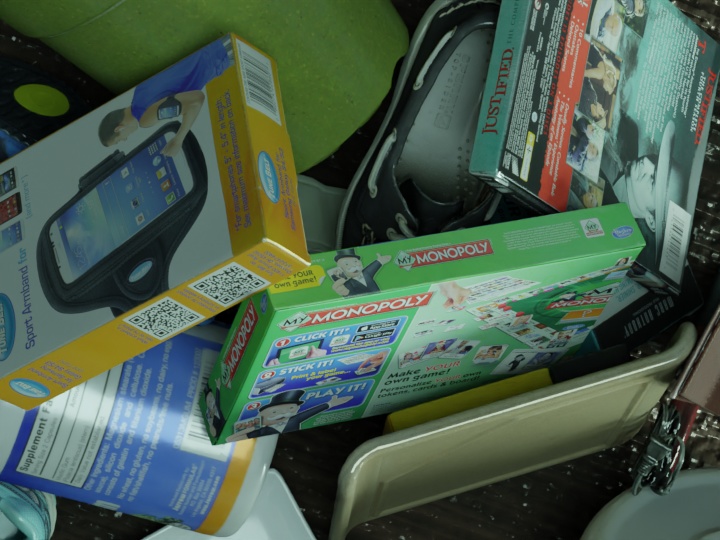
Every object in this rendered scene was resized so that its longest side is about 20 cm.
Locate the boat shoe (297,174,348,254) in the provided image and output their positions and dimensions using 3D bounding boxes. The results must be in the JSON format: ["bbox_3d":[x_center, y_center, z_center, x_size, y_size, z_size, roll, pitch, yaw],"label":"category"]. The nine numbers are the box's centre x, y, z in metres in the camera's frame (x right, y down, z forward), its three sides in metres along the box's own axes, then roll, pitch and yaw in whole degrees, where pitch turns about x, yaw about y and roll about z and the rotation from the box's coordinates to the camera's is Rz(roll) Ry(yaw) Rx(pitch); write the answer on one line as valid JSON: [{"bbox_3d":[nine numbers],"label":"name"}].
[{"bbox_3d":[0.000,0.000,1.425,0.200,0.073,0.062,18,139,-20],"label":"boat shoe"}]

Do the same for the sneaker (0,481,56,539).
[{"bbox_3d":[-0.256,0.118,1.372,0.200,0.086,0.078,6,97,-12],"label":"sneaker"}]

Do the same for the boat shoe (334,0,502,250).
[{"bbox_3d":[0.039,-0.044,1.341,0.074,0.060,0.200,17,103,-13],"label":"boat shoe"}]

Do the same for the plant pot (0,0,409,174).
[{"bbox_3d":[-0.078,-0.146,1.324,0.200,0.200,0.190,-44,115,-1],"label":"plant pot"}]

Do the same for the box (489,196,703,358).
[{"bbox_3d":[0.109,-0.052,1.417,0.082,0.049,0.200,-31,105,-32],"label":"box"}]

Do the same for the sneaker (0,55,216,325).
[{"bbox_3d":[-0.148,-0.040,1.360,0.200,0.066,0.079,32,126,12],"label":"sneaker"}]

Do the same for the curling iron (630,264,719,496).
[{"bbox_3d":[0.196,0.036,1.448,0.026,0.050,0.200,25,74,3],"label":"curling iron"}]

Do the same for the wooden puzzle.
[{"bbox_3d":[0.073,0.085,1.388,0.200,0.185,0.037,-21,76,-8],"label":"wooden puzzle"}]

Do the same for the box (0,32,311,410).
[{"bbox_3d":[-0.121,-0.017,1.258,0.200,0.119,0.041,-26,146,24],"label":"box"}]

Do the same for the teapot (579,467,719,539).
[{"bbox_3d":[0.197,0.214,1.440,0.197,0.200,0.146,-18,131,-26],"label":"teapot"}]

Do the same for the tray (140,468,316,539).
[{"bbox_3d":[-0.110,0.199,1.445,0.200,0.022,0.107,-29,104,-5],"label":"tray"}]

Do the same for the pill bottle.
[{"bbox_3d":[-0.147,0.063,1.370,0.200,0.112,0.112,16,96,-12],"label":"pill bottle"}]

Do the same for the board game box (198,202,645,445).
[{"bbox_3d":[0.029,0.027,1.307,0.200,0.135,0.029,-9,60,-23],"label":"board game box"}]

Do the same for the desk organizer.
[{"bbox_3d":[0.231,0.058,1.390,0.077,0.200,0.072,29,94,18],"label":"desk organizer"}]

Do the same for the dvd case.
[{"bbox_3d":[0.125,-0.084,1.349,0.200,0.022,0.146,27,69,-51],"label":"dvd case"}]
